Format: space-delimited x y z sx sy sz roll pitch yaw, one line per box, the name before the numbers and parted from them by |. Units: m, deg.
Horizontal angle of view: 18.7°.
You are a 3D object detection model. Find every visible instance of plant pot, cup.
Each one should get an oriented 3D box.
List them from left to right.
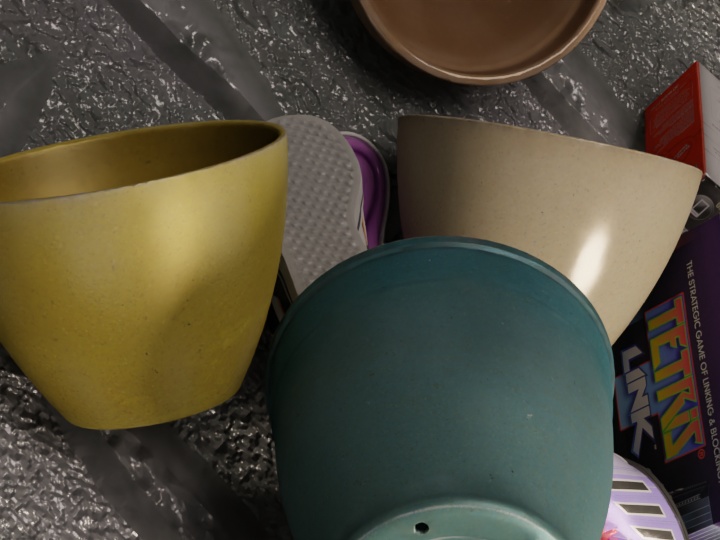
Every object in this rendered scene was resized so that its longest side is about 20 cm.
plant pot | -0.129 0.006 1.228 0.199 0.199 0.143 -20 107 -41
plant pot | 0.046 0.118 1.178 0.200 0.200 0.188 32 29 -21
plant pot | 0.071 -0.229 1.517 0.200 0.093 0.202 -2 97 -18
cup | 0.109 -0.012 1.417 0.199 0.200 0.144 11 89 -33

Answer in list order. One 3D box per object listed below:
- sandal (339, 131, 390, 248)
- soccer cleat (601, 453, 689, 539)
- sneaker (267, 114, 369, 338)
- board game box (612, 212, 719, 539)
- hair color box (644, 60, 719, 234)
sandal | -0.006 -0.001 1.396 0.082 0.050 0.204 11 64 -31
soccer cleat | 0.131 0.130 1.352 0.200 0.068 0.073 53 33 -14
sneaker | -0.030 -0.007 1.336 0.078 0.080 0.201 -6 45 -9
board game box | 0.212 0.086 1.442 0.056 0.165 0.201 12 61 -33
hair color box | 0.258 -0.063 1.572 0.101 0.061 0.200 41 24 -13
